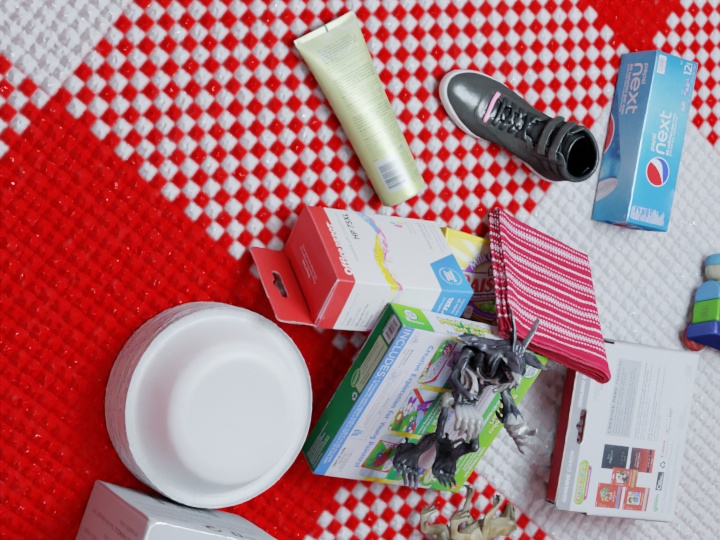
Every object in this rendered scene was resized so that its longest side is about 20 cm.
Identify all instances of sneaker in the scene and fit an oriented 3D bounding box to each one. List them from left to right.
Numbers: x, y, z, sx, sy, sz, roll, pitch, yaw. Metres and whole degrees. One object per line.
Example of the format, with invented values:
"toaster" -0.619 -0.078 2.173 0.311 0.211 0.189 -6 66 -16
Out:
"sneaker" 0.181 -0.159 1.560 0.200 0.099 0.071 32 81 -26

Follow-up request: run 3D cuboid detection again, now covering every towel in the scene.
"towel" 0.204 0.024 1.551 0.145 0.022 0.200 26 38 -22

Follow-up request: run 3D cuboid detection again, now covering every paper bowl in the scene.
"paper bowl" -0.140 0.133 1.409 0.200 0.104 0.201 -2 94 -29

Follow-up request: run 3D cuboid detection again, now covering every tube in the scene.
"tube" 0.005 -0.166 1.497 0.200 0.052 0.058 63 25 -14

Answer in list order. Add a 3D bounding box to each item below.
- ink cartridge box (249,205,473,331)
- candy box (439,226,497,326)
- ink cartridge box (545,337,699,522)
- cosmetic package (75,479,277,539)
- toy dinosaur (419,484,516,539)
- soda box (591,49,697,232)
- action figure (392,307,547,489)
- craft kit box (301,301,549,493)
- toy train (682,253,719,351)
"ink cartridge box" 0.000 0.000 1.459 0.200 0.116 0.067 6 129 -29
"candy box" 0.160 0.024 1.607 0.200 0.026 0.102 15 83 -29
"ink cartridge box" 0.285 0.179 1.654 0.175 0.084 0.200 10 89 -29
"cosmetic package" -0.185 0.328 1.365 0.167 0.166 0.200 19 86 -29
"toy dinosaur" 0.104 0.304 1.577 0.200 0.058 0.101 -30 119 -24
"soda box" 0.328 -0.149 1.658 0.064 0.068 0.200 12 89 -28
"action figure" 0.121 0.138 1.425 0.119 0.102 0.200 16 121 -34
"craft kit box" 0.068 0.138 1.494 0.197 0.049 0.200 16 118 -32
"toy train" 0.493 0.059 1.766 0.200 0.085 0.116 19 72 -29
